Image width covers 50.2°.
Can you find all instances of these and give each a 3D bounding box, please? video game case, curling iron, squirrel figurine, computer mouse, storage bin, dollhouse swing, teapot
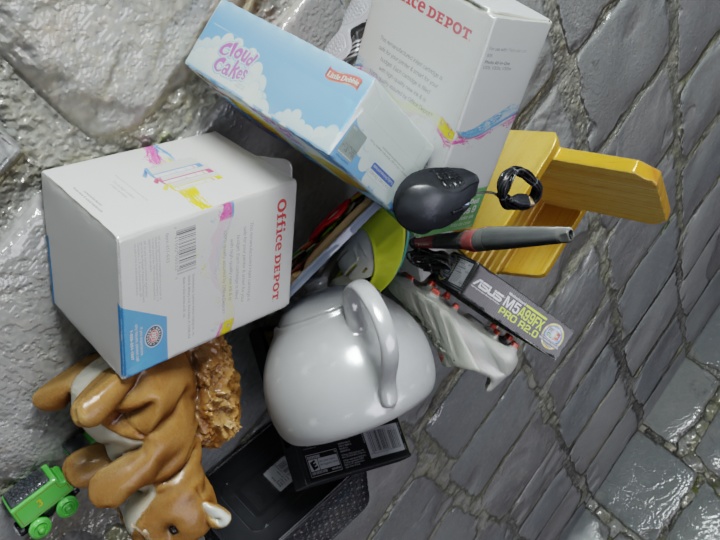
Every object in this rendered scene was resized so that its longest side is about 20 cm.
[{"bbox_3d":[-0.032,0.153,0.923,0.025,0.185,0.197,-31,160,34],"label":"video game case"},{"bbox_3d":[0.116,-0.025,0.719,0.049,0.198,0.026,35,63,-29],"label":"curling iron"},{"bbox_3d":[-0.172,0.149,0.712,0.199,0.140,0.190,-40,110,-40],"label":"squirrel figurine"},{"bbox_3d":[0.104,-0.060,0.673,0.197,0.034,0.060,-9,129,-41],"label":"computer mouse"},{"bbox_3d":[-0.096,0.280,0.956,0.199,0.134,0.095,-36,140,-28],"label":"storage bin"},{"bbox_3d":[0.241,-0.051,0.914,0.184,0.174,0.199,-57,149,1],"label":"dollhouse swing"},{"bbox_3d":[-0.021,0.078,0.789,0.197,0.196,0.150,-27,99,-67],"label":"teapot"}]

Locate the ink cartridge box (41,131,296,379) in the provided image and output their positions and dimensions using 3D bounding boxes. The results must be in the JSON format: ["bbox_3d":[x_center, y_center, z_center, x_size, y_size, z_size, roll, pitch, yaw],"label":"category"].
[{"bbox_3d":[-0.151,-0.026,0.666,0.197,0.124,0.132,-23,133,-41],"label":"ink cartridge box"}]

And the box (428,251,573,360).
[{"bbox_3d":[0.160,0.032,0.990,0.158,0.200,0.045,33,91,-17],"label":"box"}]

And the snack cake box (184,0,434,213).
[{"bbox_3d":[-0.045,-0.139,0.647,0.068,0.199,0.114,-55,145,2],"label":"snack cake box"}]

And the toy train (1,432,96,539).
[{"bbox_3d":[-0.260,0.182,0.765,0.199,0.041,0.057,-39,130,-27],"label":"toy train"}]

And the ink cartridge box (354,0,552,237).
[{"bbox_3d":[0.064,-0.158,0.695,0.086,0.145,0.204,-12,131,-38],"label":"ink cartridge box"}]

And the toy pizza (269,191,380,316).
[{"bbox_3d":[-0.038,-0.031,0.810,0.200,0.032,0.200,-45,-177,3],"label":"toy pizza"}]

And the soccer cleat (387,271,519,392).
[{"bbox_3d":[0.105,0.074,0.947,0.078,0.198,0.069,-55,-175,9],"label":"soccer cleat"}]

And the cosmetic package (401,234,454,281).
[{"bbox_3d":[0.100,-0.098,0.943,0.199,0.107,0.086,-40,142,-23],"label":"cosmetic package"}]

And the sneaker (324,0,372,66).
[{"bbox_3d":[0.023,-0.211,0.793,0.202,0.075,0.114,-55,146,4],"label":"sneaker"}]

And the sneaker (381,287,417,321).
[{"bbox_3d":[0.025,0.077,0.968,0.079,0.204,0.070,31,136,-20],"label":"sneaker"}]

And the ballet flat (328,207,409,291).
[{"bbox_3d":[0.000,0.000,0.890,0.065,0.068,0.201,-14,154,-24],"label":"ballet flat"}]
